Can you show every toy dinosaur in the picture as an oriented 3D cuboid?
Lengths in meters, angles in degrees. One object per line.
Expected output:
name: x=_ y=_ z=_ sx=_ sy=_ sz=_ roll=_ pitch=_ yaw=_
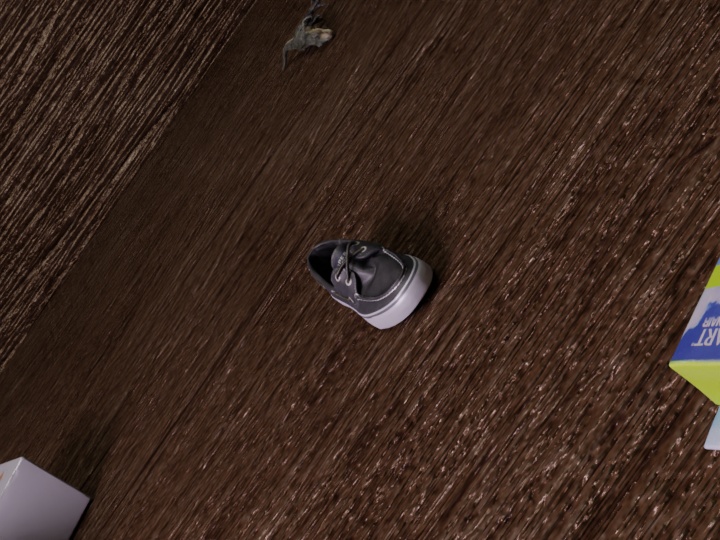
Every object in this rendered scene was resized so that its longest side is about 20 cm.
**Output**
toy dinosaur: x=-0.086 y=-0.385 z=2.002 sx=0.089 sy=0.047 sz=0.200 roll=-66 pitch=18 yaw=-11

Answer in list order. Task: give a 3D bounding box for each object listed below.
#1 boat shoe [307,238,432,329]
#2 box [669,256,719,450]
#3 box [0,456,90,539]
boat shoe: x=0.000 y=0.000 z=1.127 sx=0.070 sy=0.066 sz=0.200 roll=-56 pitch=19 yaw=-4
box: x=0.233 y=-0.008 z=0.613 sx=0.201 sy=0.047 sz=0.122 roll=-61 pitch=19 yaw=-17
box: x=-0.453 y=0.339 z=1.600 sx=0.199 sy=0.106 sz=0.153 roll=-23 pitch=37 yaw=58
